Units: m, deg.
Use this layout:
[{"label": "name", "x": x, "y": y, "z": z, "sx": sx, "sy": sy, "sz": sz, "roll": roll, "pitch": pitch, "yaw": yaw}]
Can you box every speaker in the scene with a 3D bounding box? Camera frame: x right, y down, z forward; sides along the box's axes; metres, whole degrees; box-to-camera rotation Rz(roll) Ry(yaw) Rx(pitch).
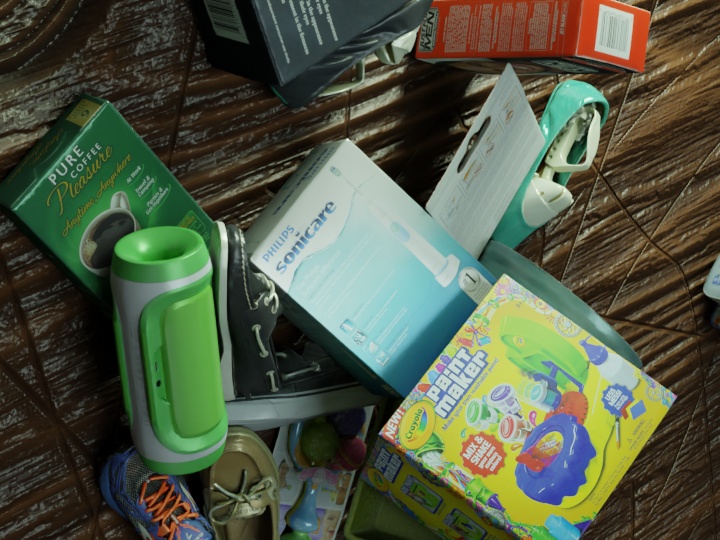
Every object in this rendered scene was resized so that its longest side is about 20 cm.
[{"label": "speaker", "x": -0.159, "y": 0.068, "z": 1.336, "sx": 0.088, "sy": 0.088, "sz": 0.200, "roll": -22, "pitch": 122, "yaw": -34}]

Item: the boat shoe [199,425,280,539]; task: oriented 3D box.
[{"label": "boat shoe", "x": -0.105, "y": 0.232, "z": 1.492, "sx": 0.073, "sy": 0.063, "sz": 0.200, "roll": -12, "pitch": 125, "yaw": 0}]

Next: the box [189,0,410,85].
[{"label": "box", "x": -0.046, "y": -0.272, "z": 1.354, "sx": 0.200, "sy": 0.104, "sz": 0.148, "roll": -36, "pitch": 126, "yaw": -27}]

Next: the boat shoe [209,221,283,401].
[{"label": "boat shoe", "x": -0.097, "y": 0.037, "z": 1.381, "sx": 0.060, "sy": 0.074, "sz": 0.200, "roll": -5, "pitch": 130, "yaw": -5}]

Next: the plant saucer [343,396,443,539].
[{"label": "plant saucer", "x": 0.101, "y": 0.194, "z": 1.505, "sx": 0.048, "sy": 0.200, "sz": 0.200, "roll": 106, "pitch": 1, "yaw": -65}]

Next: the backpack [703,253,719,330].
[{"label": "backpack", "x": 0.521, "y": 0.004, "z": 1.921, "sx": 0.154, "sy": 0.200, "sz": 0.191, "roll": 42, "pitch": 73, "yaw": -29}]

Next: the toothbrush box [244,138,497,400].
[{"label": "toothbrush box", "x": 0.000, "y": 0.000, "z": 1.460, "sx": 0.200, "sy": 0.085, "sz": 0.146, "roll": 42, "pitch": 75, "yaw": -17}]

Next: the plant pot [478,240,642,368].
[{"label": "plant pot", "x": 0.166, "y": 0.084, "z": 1.624, "sx": 0.134, "sy": 0.200, "sz": 0.200, "roll": -50, "pitch": 132, "yaw": -3}]

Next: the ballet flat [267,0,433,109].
[{"label": "ballet flat", "x": -0.001, "y": -0.207, "z": 1.445, "sx": 0.200, "sy": 0.073, "sz": 0.073, "roll": -34, "pitch": 126, "yaw": -21}]

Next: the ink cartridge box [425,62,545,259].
[{"label": "ink cartridge box", "x": 0.107, "y": -0.101, "z": 1.544, "sx": 0.162, "sy": 0.050, "sz": 0.200, "roll": -60, "pitch": 156, "yaw": -7}]

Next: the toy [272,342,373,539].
[{"label": "toy", "x": -0.029, "y": 0.179, "z": 1.575, "sx": 0.115, "sy": 0.047, "sz": 0.200, "roll": 14, "pitch": 96, "yaw": -44}]

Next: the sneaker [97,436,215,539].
[{"label": "sneaker", "x": -0.169, "y": 0.226, "z": 1.447, "sx": 0.075, "sy": 0.078, "sz": 0.200, "roll": -42, "pitch": 129, "yaw": -23}]

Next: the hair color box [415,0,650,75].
[{"label": "hair color box", "x": 0.157, "y": -0.218, "z": 1.485, "sx": 0.101, "sy": 0.200, "sz": 0.061, "roll": 6, "pitch": 91, "yaw": -42}]

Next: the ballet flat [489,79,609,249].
[{"label": "ballet flat", "x": 0.199, "y": -0.105, "z": 1.658, "sx": 0.067, "sy": 0.070, "sz": 0.200, "roll": 30, "pitch": 85, "yaw": -44}]

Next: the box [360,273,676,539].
[{"label": "box", "x": 0.139, "y": 0.150, "z": 1.436, "sx": 0.200, "sy": 0.193, "sz": 0.122, "roll": -51, "pitch": 170, "yaw": -25}]

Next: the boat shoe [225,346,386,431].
[{"label": "boat shoe", "x": -0.070, "y": 0.108, "z": 1.504, "sx": 0.200, "sy": 0.072, "sz": 0.071, "roll": -7, "pitch": 79, "yaw": -29}]

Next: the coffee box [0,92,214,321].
[{"label": "coffee box", "x": -0.204, "y": -0.040, "z": 1.340, "sx": 0.123, "sy": 0.044, "sz": 0.200, "roll": -52, "pitch": 133, "yaw": -13}]
